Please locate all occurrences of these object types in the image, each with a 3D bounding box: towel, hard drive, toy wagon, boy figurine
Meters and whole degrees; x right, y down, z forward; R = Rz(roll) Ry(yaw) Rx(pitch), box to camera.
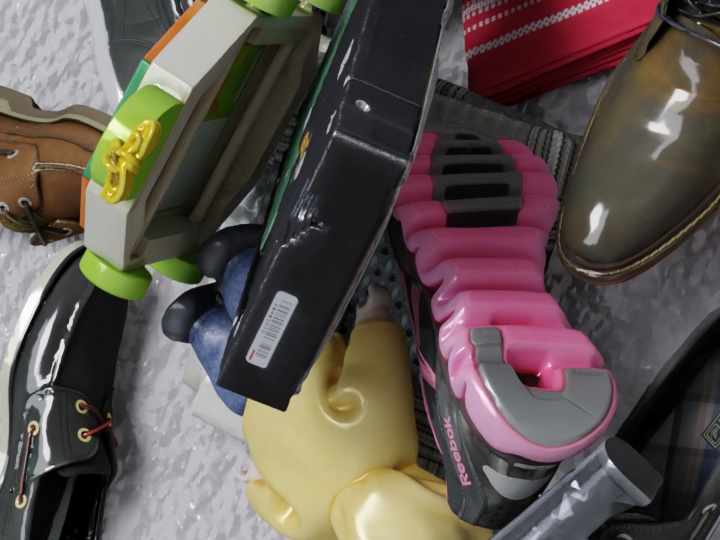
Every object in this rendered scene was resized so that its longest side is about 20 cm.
[{"bbox_3d":[0.000,0.000,1.214,0.200,0.034,0.193,24,100,43],"label":"towel"},{"bbox_3d":[-0.005,-0.054,1.094,0.200,0.038,0.140,-78,12,-54],"label":"hard drive"},{"bbox_3d":[0.102,-0.181,1.201,0.144,0.022,0.201,-19,63,38],"label":"towel"},{"bbox_3d":[-0.074,-0.063,1.150,0.039,0.200,0.156,32,105,13],"label":"toy wagon"},{"bbox_3d":[-0.010,0.064,1.149,0.200,0.064,0.125,50,124,34],"label":"boy figurine"}]

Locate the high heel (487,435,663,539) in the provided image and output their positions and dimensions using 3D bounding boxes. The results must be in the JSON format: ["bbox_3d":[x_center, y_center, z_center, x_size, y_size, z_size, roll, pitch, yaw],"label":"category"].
[{"bbox_3d":[0.111,0.181,1.030,0.143,0.071,0.200,-44,81,24],"label":"high heel"}]

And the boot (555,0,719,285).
[{"bbox_3d":[0.130,-0.094,1.056,0.075,0.097,0.200,25,74,27],"label":"boot"}]

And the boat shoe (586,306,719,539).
[{"bbox_3d":[0.117,0.095,1.072,0.200,0.066,0.070,-53,49,16],"label":"boat shoe"}]

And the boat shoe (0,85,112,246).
[{"bbox_3d":[-0.155,-0.042,1.341,0.068,0.072,0.200,-53,33,-16],"label":"boat shoe"}]

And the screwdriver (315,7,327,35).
[{"bbox_3d":[-0.002,-0.155,1.283,0.200,0.029,0.028,-55,49,10],"label":"screwdriver"}]

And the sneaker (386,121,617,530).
[{"bbox_3d":[0.046,0.023,1.099,0.200,0.079,0.096,-100,19,-44],"label":"sneaker"}]

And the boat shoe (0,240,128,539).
[{"bbox_3d":[-0.146,0.087,1.305,0.063,0.074,0.202,14,87,31],"label":"boat shoe"}]

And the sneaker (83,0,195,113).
[{"bbox_3d":[-0.099,-0.171,1.345,0.099,0.071,0.201,-32,64,28],"label":"sneaker"}]
